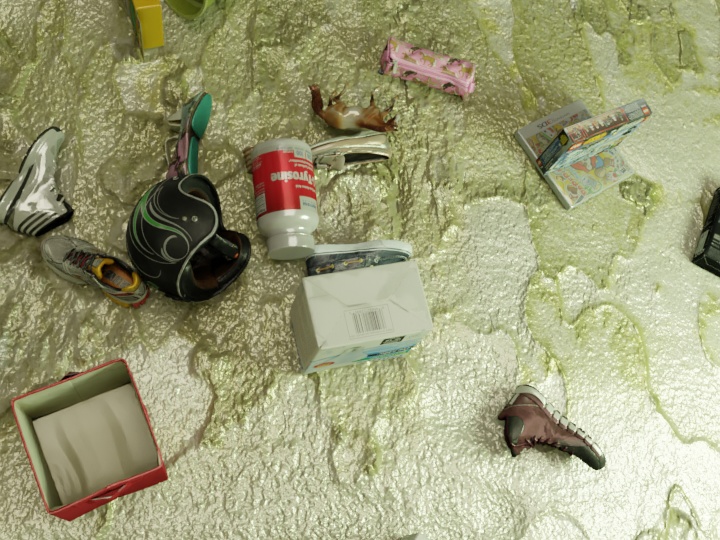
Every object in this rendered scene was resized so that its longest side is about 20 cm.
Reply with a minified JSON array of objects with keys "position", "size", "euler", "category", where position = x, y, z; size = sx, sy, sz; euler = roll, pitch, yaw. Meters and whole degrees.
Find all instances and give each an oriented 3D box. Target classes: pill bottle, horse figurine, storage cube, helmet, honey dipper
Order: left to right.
[{"position":[-0.405,0.261,1.207],"size":[0.171,0.180,0.200],"euler":[-21,74,-18],"category":"storage cube"},{"position":[-0.301,-0.060,1.346],"size":[0.200,0.200,0.191],"euler":[-39,60,-21],"category":"helmet"},{"position":[-0.182,-0.139,1.483],"size":[0.038,0.038,0.201],"euler":[-12,75,-15],"category":"honey dipper"},{"position":[-0.134,-0.126,1.419],"size":[0.112,0.112,0.201],"euler":[-4,76,-13],"category":"pill bottle"},{"position":[-0.012,-0.314,1.544],"size":[0.199,0.050,0.133],"euler":[9,50,9],"category":"horse figurine"}]

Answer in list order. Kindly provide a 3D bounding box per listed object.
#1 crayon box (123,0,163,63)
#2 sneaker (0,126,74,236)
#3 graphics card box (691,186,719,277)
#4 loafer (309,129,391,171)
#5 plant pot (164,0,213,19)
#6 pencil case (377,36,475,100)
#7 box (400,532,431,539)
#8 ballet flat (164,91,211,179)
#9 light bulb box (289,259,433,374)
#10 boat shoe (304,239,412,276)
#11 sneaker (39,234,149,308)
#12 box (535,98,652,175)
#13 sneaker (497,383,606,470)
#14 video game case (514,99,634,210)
[{"position":[-0.426,-0.524,1.531],"size":[0.051,0.126,0.201],"euler":[-15,74,-17],"category":"crayon box"},{"position":[-0.549,-0.150,1.403],"size":[0.115,0.076,0.201],"euler":[26,74,-10],"category":"sneaker"},{"position":[0.778,-0.075,1.636],"size":[0.125,0.051,0.200],"euler":[27,66,0],"category":"graphics card box"},{"position":[-0.031,-0.223,1.527],"size":[0.199,0.072,0.063],"euler":[-19,81,-20],"category":"loafer"},{"position":[-0.297,-0.628,1.576],"size":[0.184,0.200,0.200],"euler":[-34,79,-33],"category":"plant pot"},{"position":[0.140,-0.415,1.624],"size":[0.199,0.083,0.087],"euler":[16,67,-6],"category":"pencil case"},{"position":[0.126,0.536,1.245],"size":[0.200,0.106,0.152],"euler":[34,67,3],"category":"box"},{"position":[-0.331,-0.252,1.485],"size":[0.071,0.069,0.201],"euler":[2,68,10],"category":"ballet flat"},{"position":[-0.006,0.083,1.341],"size":[0.198,0.200,0.125],"euler":[-9,73,-14],"category":"light bulb box"},{"position":[0.000,0.000,1.449],"size":[0.200,0.071,0.091],"euler":[-5,72,-6],"category":"boat shoe"},{"position":[-0.454,-0.011,1.353],"size":[0.200,0.082,0.078],"euler":[24,67,0],"category":"sneaker"},{"position":[0.464,-0.266,1.576],"size":[0.200,0.137,0.040],"euler":[-22,77,-18],"category":"box"},{"position":[0.326,0.307,1.398],"size":[0.200,0.076,0.115],"euler":[42,72,17],"category":"sneaker"},{"position":[0.448,-0.245,1.651],"size":[0.182,0.023,0.200],"euler":[-28,77,-19],"category":"video game case"}]
